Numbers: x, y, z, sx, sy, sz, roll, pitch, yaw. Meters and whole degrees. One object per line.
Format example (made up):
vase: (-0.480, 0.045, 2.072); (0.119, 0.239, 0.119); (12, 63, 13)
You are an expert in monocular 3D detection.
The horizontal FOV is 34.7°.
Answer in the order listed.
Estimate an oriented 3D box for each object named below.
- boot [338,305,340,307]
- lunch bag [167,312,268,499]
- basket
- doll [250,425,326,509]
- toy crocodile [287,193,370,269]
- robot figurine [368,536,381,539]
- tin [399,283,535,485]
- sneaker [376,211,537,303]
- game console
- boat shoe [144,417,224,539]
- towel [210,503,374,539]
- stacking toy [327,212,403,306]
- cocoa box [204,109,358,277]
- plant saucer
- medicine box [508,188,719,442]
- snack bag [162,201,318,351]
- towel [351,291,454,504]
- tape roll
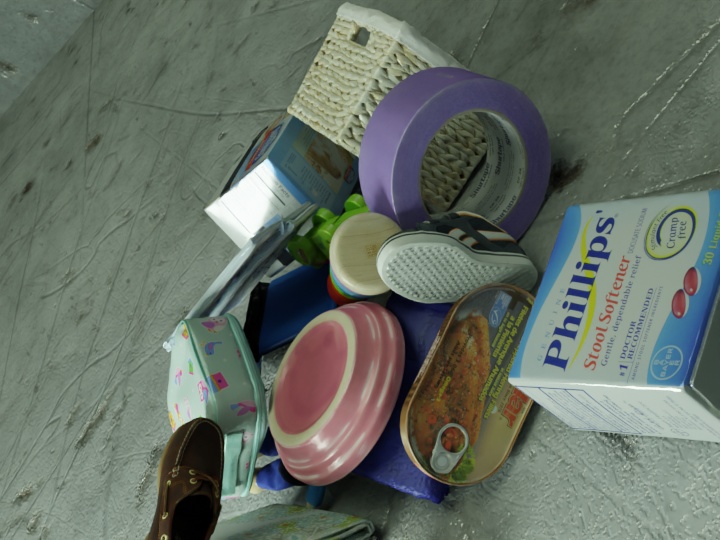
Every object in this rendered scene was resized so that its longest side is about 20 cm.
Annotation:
boot: (-0.001, 0.081, 1.346); (0.200, 0.069, 0.175); (-46, 30, 16)
lunch bag: (-0.162, 0.163, 1.312); (0.202, 0.076, 0.161); (104, 147, -44)
basket: (0.047, -0.204, 1.427); (0.162, 0.199, 0.198); (-59, 30, 5)
doll: (-0.069, 0.211, 1.305); (0.199, 0.048, 0.139); (-27, 68, 54)
toy crocodile: (-0.028, -0.040, 1.380); (0.068, 0.062, 0.199); (-49, 16, -28)
robot figurine: (0.006, 0.353, 1.087); (0.144, 0.058, 0.202); (17, 76, 58)
tin: (0.113, 0.110, 1.115); (0.202, 0.111, 0.042); (-62, 4, -12)
sneaker: (0.087, -0.015, 1.176); (0.079, 0.198, 0.080); (-56, 44, 27)
game console: (-0.088, 0.087, 1.445); (0.201, 0.116, 0.173); (-88, 2, -66)
boat shoe: (-0.168, 0.235, 1.146); (0.070, 0.070, 0.202); (-33, 38, 44)
towel: (-0.100, 0.293, 1.204); (0.199, 0.170, 0.049); (-5, 94, 50)
stacking toy: (0.000, 0.000, 1.274); (0.086, 0.085, 0.200); (-63, 0, -13)
cocoa box: (-0.096, -0.117, 1.554); (0.131, 0.133, 0.201); (-35, 18, 31)
plant saucer: (-0.034, 0.121, 1.207); (0.200, 0.050, 0.202); (-39, 36, 36)
medicine box: (0.251, 0.039, 0.992); (0.199, 0.102, 0.184); (-4, 58, 52)
snack bag: (-0.139, 0.005, 1.377); (0.189, 0.021, 0.200); (-48, -3, 22)
towel: (0.062, 0.128, 1.188); (0.146, 0.049, 0.202); (13, 76, 40)
tape roll: (0.103, -0.114, 1.251); (0.201, 0.199, 0.085); (-55, 32, 0)
